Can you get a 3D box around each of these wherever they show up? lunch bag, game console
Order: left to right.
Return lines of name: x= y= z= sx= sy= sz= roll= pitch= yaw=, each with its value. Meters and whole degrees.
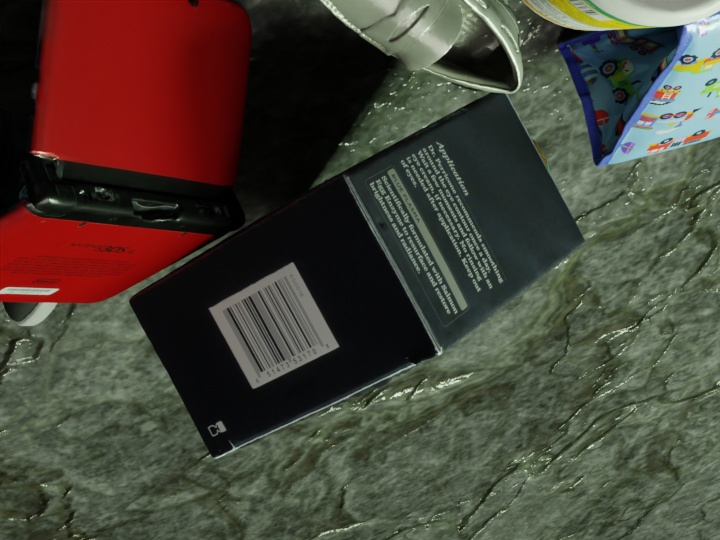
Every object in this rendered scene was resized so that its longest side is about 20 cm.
game console: x=-0.153 y=-0.068 z=0.864 sx=0.171 sy=0.120 sz=0.200 roll=-27 pitch=167 yaw=22
lunch bag: x=0.234 y=-0.147 z=0.993 sx=0.149 sy=0.095 sz=0.200 roll=-16 pitch=173 yaw=-15

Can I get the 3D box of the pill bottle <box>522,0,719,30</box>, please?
pill bottle: x=0.132 y=-0.183 z=0.833 sx=0.112 sy=0.114 sz=0.200 roll=-22 pitch=-171 yaw=-4

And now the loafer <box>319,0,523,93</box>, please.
loafer: x=0.033 y=-0.155 z=0.925 sx=0.070 sy=0.070 sz=0.199 roll=-41 pitch=146 yaw=27

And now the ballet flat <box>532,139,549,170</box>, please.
ballet flat: x=0.048 y=-0.028 z=1.135 sx=0.199 sy=0.073 sz=0.068 roll=-24 pitch=150 yaw=-1

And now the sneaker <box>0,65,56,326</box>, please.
sneaker: x=-0.218 y=-0.041 z=0.927 sx=0.098 sy=0.071 sz=0.201 roll=-7 pitch=139 yaw=-28

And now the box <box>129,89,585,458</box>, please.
box: x=0.000 y=0.000 z=0.983 sx=0.196 sy=0.118 sz=0.200 roll=-27 pitch=-177 yaw=37
